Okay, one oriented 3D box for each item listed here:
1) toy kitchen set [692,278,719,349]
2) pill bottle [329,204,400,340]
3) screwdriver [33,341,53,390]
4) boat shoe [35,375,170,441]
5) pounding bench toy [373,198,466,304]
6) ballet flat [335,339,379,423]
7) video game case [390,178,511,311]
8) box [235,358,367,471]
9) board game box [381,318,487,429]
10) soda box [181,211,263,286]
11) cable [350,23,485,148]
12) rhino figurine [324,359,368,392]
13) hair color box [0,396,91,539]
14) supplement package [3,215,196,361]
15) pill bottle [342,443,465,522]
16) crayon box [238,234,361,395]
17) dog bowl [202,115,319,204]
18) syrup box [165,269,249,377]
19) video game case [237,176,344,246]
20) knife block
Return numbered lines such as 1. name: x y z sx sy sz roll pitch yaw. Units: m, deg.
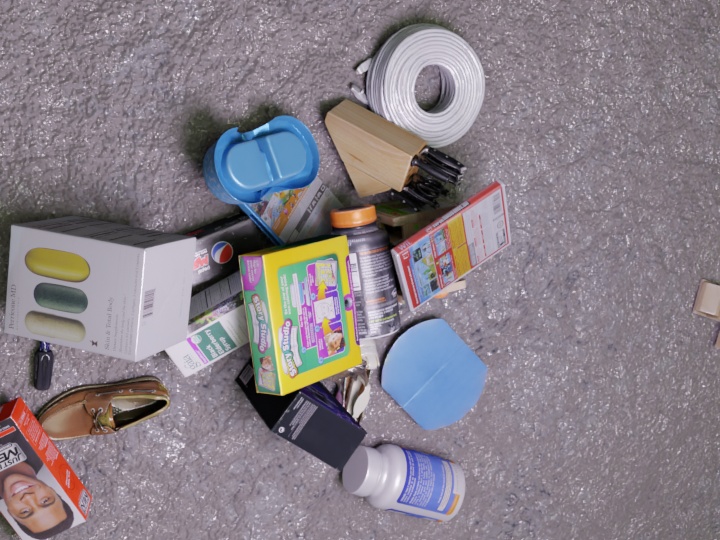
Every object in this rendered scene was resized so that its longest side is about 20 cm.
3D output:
1. toy kitchen set: 0.789 0.071 1.914 0.163 0.180 0.201 16 90 -27
2. pill bottle: 0.000 0.000 1.504 0.106 0.106 0.201 -11 101 -23
3. screwdriver: -0.456 0.076 1.404 0.028 0.029 0.201 3 96 -26
4. boat shoe: -0.383 0.208 1.441 0.199 0.068 0.072 -19 112 -20
5. pounding bench toy: 0.102 -0.022 1.550 0.124 0.200 0.157 -12 106 -23
6. ballet flat: -0.004 0.174 1.616 0.069 0.071 0.201 3 100 -33
7. video game case: 0.141 -0.036 1.463 0.200 0.017 0.143 -34 142 -13
8. box: -0.095 0.211 1.504 0.141 0.200 0.079 38 89 -28
9. board game box: 0.123 0.180 1.699 0.158 0.039 0.200 -45 111 -5
10. soda box: -0.250 -0.020 1.458 0.199 0.063 0.071 -23 110 -19
11. cable: 0.107 -0.298 1.565 0.200 0.069 0.200 -47 116 -10
12. rhino figurine: -0.067 0.128 1.560 0.200 0.060 0.088 38 97 -12
13. hair color box: -0.486 0.293 1.399 0.101 0.061 0.201 -26 113 4
14. supplement package: -0.351 0.019 1.317 0.199 0.151 0.153 10 100 15
15. pill bottle: 0.073 0.363 1.673 0.199 0.112 0.113 21 92 -28
16. crayon box: -0.084 0.060 1.404 0.172 0.058 0.201 -16 102 -46
17. dog bowl: -0.148 -0.159 1.425 0.200 0.049 0.112 -24 98 -44
18. syrup box: -0.202 0.069 1.457 0.199 0.082 0.079 -29 121 1
19. video game case: -0.108 -0.104 1.500 0.200 0.018 0.143 48 52 -26
20. knife block: 0.060 -0.185 1.501 0.064 0.175 0.201 -47 117 -50
